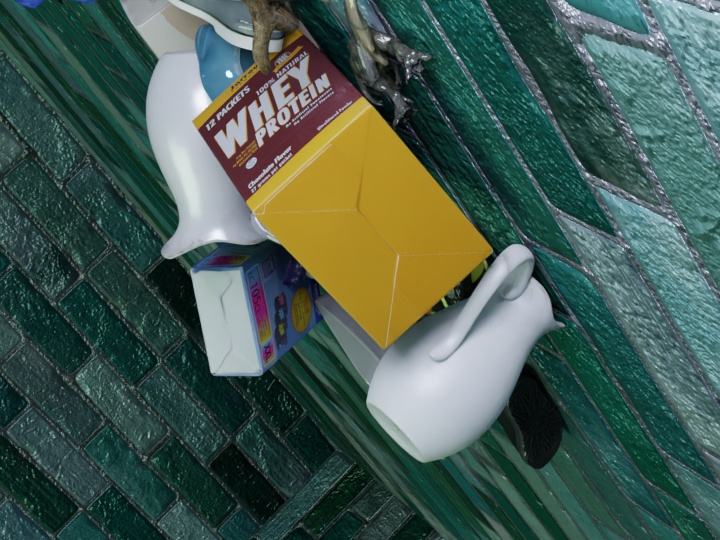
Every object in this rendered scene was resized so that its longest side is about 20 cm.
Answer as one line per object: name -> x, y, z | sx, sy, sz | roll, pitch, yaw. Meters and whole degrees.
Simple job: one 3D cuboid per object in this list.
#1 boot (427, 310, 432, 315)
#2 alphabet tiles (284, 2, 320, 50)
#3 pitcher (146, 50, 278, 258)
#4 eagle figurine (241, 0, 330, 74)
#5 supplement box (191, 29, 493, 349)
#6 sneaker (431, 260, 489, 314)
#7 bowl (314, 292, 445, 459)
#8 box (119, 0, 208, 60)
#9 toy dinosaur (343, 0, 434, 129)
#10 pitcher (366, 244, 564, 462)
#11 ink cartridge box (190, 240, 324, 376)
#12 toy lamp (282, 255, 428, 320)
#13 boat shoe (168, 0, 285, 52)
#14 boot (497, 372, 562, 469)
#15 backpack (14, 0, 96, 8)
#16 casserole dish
boot -> 0.075, 0.003, 1.699 | 0.155, 0.074, 0.200 | 45, -179, 9
alphabet tiles -> -0.112, -0.263, 1.565 | 0.196, 0.015, 0.200 | 53, 168, -33
pitcher -> -0.125, -0.120, 1.594 | 0.121, 0.170, 0.202 | -59, -35, -78
eagle figurine -> -0.101, -0.279, 1.226 | 0.152, 0.150, 0.201 | -43, 54, 42
supplement box -> -0.019, -0.077, 1.424 | 0.197, 0.133, 0.200 | 47, -177, -34
sneaker -> 0.109, 0.019, 1.625 | 0.075, 0.076, 0.201 | 39, 150, 39
bowl -> 0.046, 0.107, 1.895 | 0.200, 0.075, 0.200 | 42, 169, 44
box -> -0.164, -0.224, 1.703 | 0.200, 0.078, 0.095 | 53, -178, -37
toy dinosaur -> 0.017, -0.174, 1.303 | 0.088, 0.047, 0.200 | 49, 169, 22
pitcher -> 0.097, 0.073, 1.501 | 0.121, 0.200, 0.172 | 40, 167, 27
ink cartridge box -> -0.111, 0.020, 1.874 | 0.076, 0.200, 0.138 | 0, 112, 24
toy lamp -> 0.014, 0.016, 1.822 | 0.198, 0.059, 0.058 | 17, 171, -4
boat shoe -> -0.125, -0.262, 1.469 | 0.200, 0.072, 0.062 | 42, 127, 48
boot -> 0.147, 0.137, 1.932 | 0.200, 0.066, 0.165 | 33, 156, 42
backpack -> -0.316, -0.353, 1.627 | 0.199, 0.168, 0.163 | 31, 170, 42
casserole dish -> -0.081, -0.167, 1.532 | 0.200, 0.039, 0.122 | 45, -144, -35
